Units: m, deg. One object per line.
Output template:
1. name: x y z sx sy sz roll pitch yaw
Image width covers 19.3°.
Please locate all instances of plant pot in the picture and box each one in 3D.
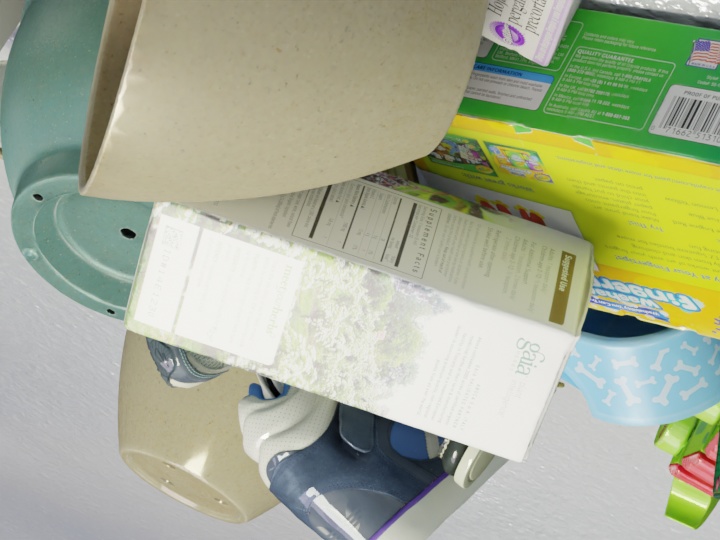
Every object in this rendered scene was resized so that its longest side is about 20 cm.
1. plant pot: -0.103 -0.057 1.098 0.200 0.134 0.200 12 144 9

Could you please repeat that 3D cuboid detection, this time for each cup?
1. cup: -0.091 0.092 1.492 0.200 0.143 0.200 25 161 9
2. cup: -0.028 -0.115 0.896 0.143 0.201 0.200 12 163 -12

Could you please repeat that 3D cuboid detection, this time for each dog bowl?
1. dog bowl: 0.113 0.015 1.113 0.200 0.112 0.050 14 139 36

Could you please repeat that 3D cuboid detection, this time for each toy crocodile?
1. toy crocodile: 0.218 0.102 1.246 0.067 0.062 0.200 28 160 1

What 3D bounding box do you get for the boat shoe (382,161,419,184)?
1. boat shoe: 0.000 -0.002 1.094 0.063 0.073 0.201 -7 157 -7

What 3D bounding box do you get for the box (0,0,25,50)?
1. box: -0.305 -0.161 1.096 0.171 0.200 0.199 22 159 23

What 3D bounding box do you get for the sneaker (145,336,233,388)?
1. sneaker: -0.048 0.001 1.209 0.086 0.200 0.078 -7 111 35

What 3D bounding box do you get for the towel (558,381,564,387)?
1. towel: 0.024 0.055 1.334 0.200 0.023 0.144 12 178 0

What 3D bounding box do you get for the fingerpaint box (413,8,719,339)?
1. fingerpaint box: 0.130 -0.044 0.987 0.200 0.073 0.167 14 155 36

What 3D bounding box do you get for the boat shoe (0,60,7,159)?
1. boat shoe: -0.150 -0.094 1.251 0.200 0.075 0.068 12 156 13

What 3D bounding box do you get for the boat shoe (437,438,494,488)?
1. boat shoe: 0.067 0.055 1.191 0.066 0.199 0.075 31 122 5

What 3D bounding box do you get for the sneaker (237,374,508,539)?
1. sneaker: 0.009 0.083 1.233 0.146 0.200 0.081 46 123 6

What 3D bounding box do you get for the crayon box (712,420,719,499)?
1. crayon box: 0.251 0.085 1.000 0.119 0.058 0.200 8 171 -4

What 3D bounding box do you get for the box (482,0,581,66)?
1. box: 0.082 -0.147 0.849 0.039 0.041 0.200 27 161 5

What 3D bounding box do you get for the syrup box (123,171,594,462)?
1. syrup box: 0.001 0.007 0.974 0.200 0.081 0.079 18 125 -1
